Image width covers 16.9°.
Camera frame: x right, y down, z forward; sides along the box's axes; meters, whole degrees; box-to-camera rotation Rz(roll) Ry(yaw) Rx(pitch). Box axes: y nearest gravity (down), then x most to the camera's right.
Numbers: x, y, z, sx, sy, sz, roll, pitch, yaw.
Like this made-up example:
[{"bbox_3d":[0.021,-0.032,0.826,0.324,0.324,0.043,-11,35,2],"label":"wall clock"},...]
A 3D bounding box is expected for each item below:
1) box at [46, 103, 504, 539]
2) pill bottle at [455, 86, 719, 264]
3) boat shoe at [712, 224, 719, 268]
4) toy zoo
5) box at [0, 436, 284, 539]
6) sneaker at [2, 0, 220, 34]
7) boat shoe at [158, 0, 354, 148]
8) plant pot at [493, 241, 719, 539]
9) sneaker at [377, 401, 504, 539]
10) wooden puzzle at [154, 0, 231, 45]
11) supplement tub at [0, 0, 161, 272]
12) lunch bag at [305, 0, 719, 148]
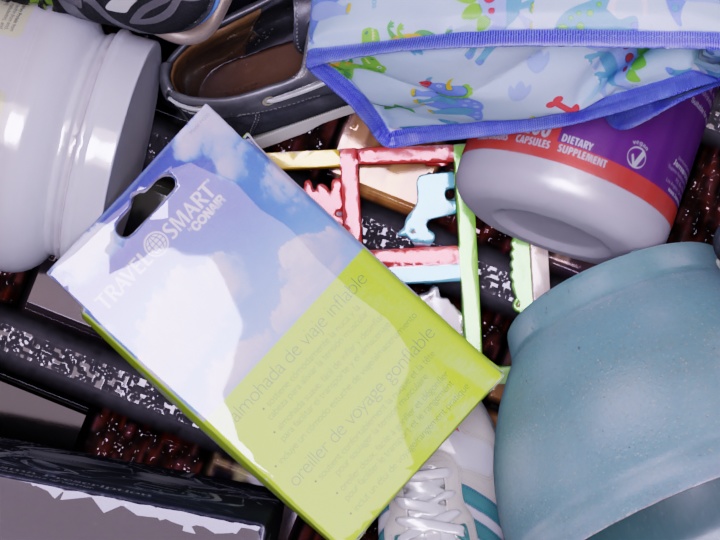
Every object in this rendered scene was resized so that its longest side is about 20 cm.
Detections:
[{"bbox_3d":[-0.043,0.029,1.202,0.200,0.048,0.122,43,81,-3],"label":"box"},{"bbox_3d":[0.129,-0.110,1.233,0.112,0.112,0.200,19,79,1],"label":"pill bottle"},{"bbox_3d":[0.237,-0.003,1.164,0.076,0.200,0.060,-46,64,20],"label":"boat shoe"},{"bbox_3d":[0.000,0.000,1.288,0.200,0.020,0.131,-2,89,1],"label":"toy zoo"},{"bbox_3d":[-0.147,0.148,1.210,0.200,0.182,0.104,11,89,1],"label":"box"},{"bbox_3d":[-0.156,-0.149,1.158,0.200,0.083,0.071,15,117,19],"label":"sneaker"},{"bbox_3d":[-0.008,-0.123,1.238,0.200,0.068,0.072,-24,56,17],"label":"boat shoe"},{"bbox_3d":[0.150,0.070,1.211,0.200,0.200,0.134,-20,69,1],"label":"plant pot"},{"bbox_3d":[0.044,0.144,1.243,0.070,0.093,0.200,-6,96,2],"label":"sneaker"},{"bbox_3d":[-0.108,-0.232,1.264,0.185,0.037,0.200,27,88,26],"label":"wooden puzzle"},{"bbox_3d":[-0.213,-0.081,1.232,0.200,0.145,0.145,14,90,1],"label":"supplement tub"},{"bbox_3d":[0.087,-0.159,1.131,0.200,0.127,0.170,-7,69,23],"label":"lunch bag"}]
